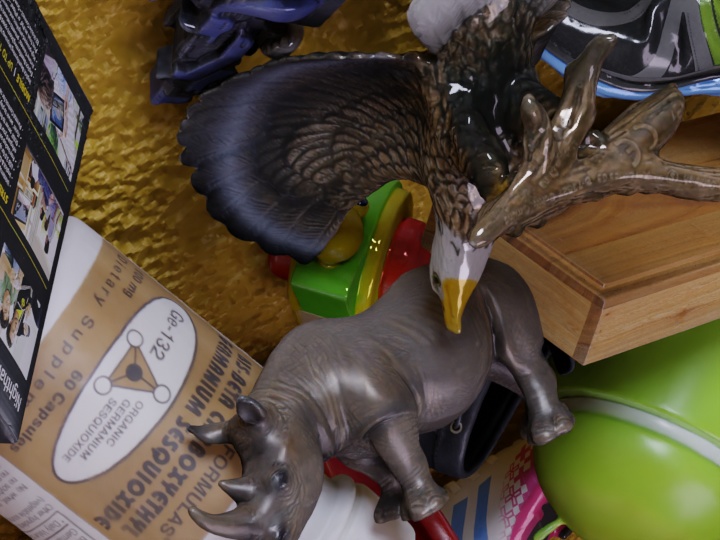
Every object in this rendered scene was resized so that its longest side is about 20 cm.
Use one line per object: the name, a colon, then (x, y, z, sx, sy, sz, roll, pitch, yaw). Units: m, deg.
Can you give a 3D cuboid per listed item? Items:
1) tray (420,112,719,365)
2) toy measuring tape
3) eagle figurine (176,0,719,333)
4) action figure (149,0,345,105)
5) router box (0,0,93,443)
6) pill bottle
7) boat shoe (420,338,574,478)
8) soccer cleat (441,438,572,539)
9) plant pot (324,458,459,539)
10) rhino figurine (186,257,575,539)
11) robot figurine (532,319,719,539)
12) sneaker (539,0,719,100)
tray: (0.131, -0.019, 1.226, 0.200, 0.099, 0.037, -16, 133, -44)
toy measuring tape: (0.000, 0.000, 1.249, 0.073, 0.074, 0.200, -32, 163, -4)
eagle figurine: (0.033, -0.052, 1.060, 0.152, 0.200, 0.151, 34, 88, -30)
action figure: (-0.023, -0.136, 1.050, 0.193, 0.105, 0.200, -3, 166, -30)
router box: (-0.156, -0.050, 0.960, 0.051, 0.150, 0.200, 1, 150, 14)
pill bottle: (-0.080, 0.080, 1.132, 0.200, 0.114, 0.114, 39, 109, -12)
boat shoe: (0.083, 0.017, 1.296, 0.200, 0.062, 0.075, -49, 150, -16)
soccer cleat: (0.064, 0.128, 1.459, 0.200, 0.086, 0.070, -56, 154, -10)
plant pot: (-0.043, 0.177, 1.302, 0.182, 0.201, 0.200, -35, 147, 7)
rhino figurine: (0.004, 0.056, 1.092, 0.200, 0.088, 0.060, -27, -177, -38)
robot figurine: (0.156, 0.054, 1.351, 0.201, 0.175, 0.116, -66, 157, -18)
sneaker: (0.157, -0.115, 1.175, 0.199, 0.071, 0.083, 5, 125, 1)
